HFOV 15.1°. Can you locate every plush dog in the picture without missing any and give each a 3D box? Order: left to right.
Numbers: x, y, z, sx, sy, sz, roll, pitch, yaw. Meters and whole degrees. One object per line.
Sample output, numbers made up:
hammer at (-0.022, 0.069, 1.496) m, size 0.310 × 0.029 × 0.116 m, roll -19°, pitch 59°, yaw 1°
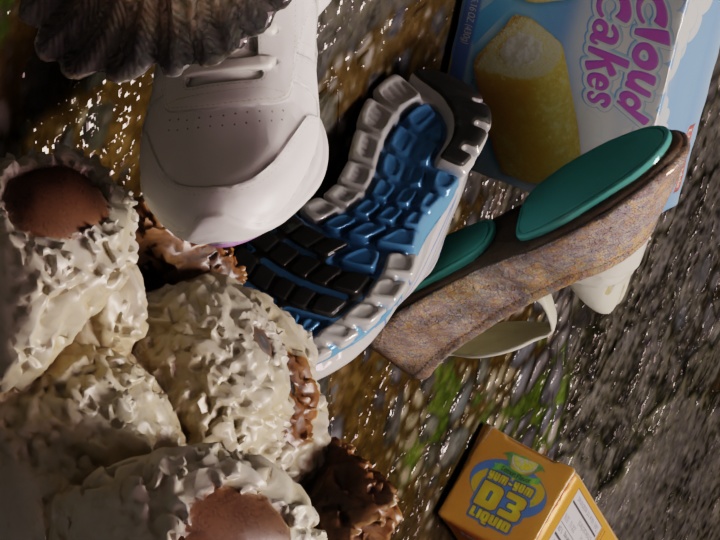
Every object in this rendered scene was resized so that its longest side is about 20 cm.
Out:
plush dog at (-0.079, 0.060, 1.053) m, size 0.171 × 0.201 × 0.160 m, roll -14°, pitch 157°, yaw -49°

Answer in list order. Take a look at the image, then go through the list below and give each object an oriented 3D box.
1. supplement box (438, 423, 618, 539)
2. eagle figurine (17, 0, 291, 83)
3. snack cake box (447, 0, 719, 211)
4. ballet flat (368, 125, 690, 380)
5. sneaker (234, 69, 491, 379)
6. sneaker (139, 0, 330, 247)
supplement box at (0.107, 0.163, 1.600) m, size 0.069 × 0.066 × 0.200 m, roll -57°, pitch 153°, yaw -14°
eagle figurine at (-0.059, -0.180, 0.911) m, size 0.200 × 0.151 × 0.151 m, roll -58°, pitch 174°, yaw -31°
snack cake box at (0.116, -0.135, 1.307) m, size 0.067 × 0.115 × 0.201 m, roll -24°, pitch 131°, yaw -58°
ballet flat at (0.086, -0.004, 1.289) m, size 0.067 × 0.199 × 0.068 m, roll 50°, pitch 34°, yaw -20°
sneaker at (0.000, 0.000, 1.238) m, size 0.200 × 0.075 × 0.087 m, roll -50°, pitch 158°, yaw -39°
sneaker at (-0.053, -0.097, 1.013) m, size 0.100 × 0.074 × 0.201 m, roll 71°, pitch 17°, yaw -46°
